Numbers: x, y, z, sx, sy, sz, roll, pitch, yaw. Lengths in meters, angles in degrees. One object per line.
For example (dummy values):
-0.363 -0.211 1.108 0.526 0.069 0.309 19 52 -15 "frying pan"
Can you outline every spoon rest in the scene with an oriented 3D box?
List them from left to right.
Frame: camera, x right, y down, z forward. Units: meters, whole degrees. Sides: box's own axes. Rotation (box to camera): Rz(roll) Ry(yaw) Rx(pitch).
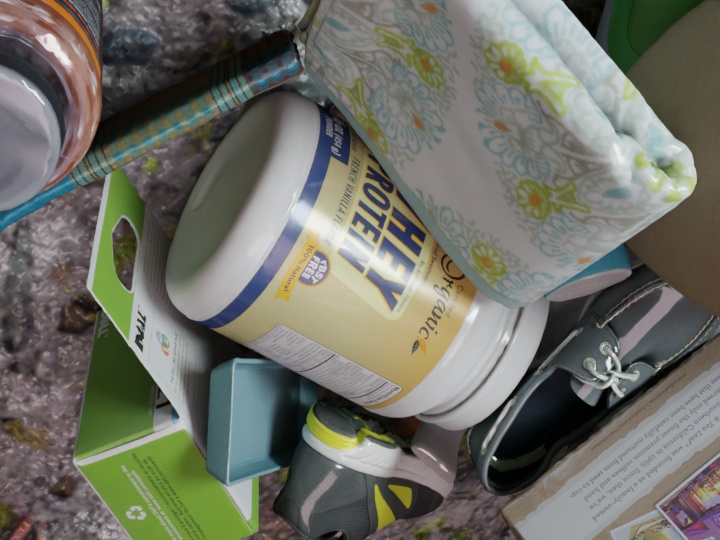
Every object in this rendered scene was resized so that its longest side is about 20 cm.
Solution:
0.117 0.057 0.809 0.200 0.061 0.099 -39 110 24 "spoon rest"

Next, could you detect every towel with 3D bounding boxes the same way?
-0.122 -0.075 0.691 0.199 0.147 0.022 -26 106 3 "towel"
0.054 -0.082 0.627 0.048 0.171 0.200 -40 88 -23 "towel"

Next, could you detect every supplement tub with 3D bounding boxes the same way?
-0.179 -0.102 0.622 0.106 0.200 0.108 -5 118 -9 "supplement tub"
0.000 0.000 0.756 0.199 0.145 0.145 29 112 -22 "supplement tub"

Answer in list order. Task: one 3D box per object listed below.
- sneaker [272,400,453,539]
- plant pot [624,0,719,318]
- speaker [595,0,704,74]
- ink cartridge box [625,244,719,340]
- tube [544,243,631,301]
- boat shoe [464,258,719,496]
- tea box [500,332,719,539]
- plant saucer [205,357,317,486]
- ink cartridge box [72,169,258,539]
-0.003 0.145 0.857 0.085 0.074 0.200 -56 150 -2 "sneaker"
0.201 -0.059 0.641 0.200 0.134 0.202 -3 94 -48 "plant pot"
0.195 -0.189 0.724 0.088 0.089 0.201 4 121 -15 "speaker"
0.225 -0.020 0.795 0.199 0.084 0.145 -4 126 19 "ink cartridge box"
0.102 -0.084 0.731 0.077 0.201 0.050 -15 166 -7 "tube"
0.141 0.064 0.739 0.073 0.062 0.200 42 116 -15 "boat shoe"
0.219 0.163 0.761 0.200 0.134 0.197 -37 143 -4 "tea box"
-0.058 0.089 0.785 0.019 0.200 0.070 2 87 13 "plant saucer"
-0.136 0.054 0.764 0.075 0.148 0.201 -22 123 10 "ink cartridge box"
